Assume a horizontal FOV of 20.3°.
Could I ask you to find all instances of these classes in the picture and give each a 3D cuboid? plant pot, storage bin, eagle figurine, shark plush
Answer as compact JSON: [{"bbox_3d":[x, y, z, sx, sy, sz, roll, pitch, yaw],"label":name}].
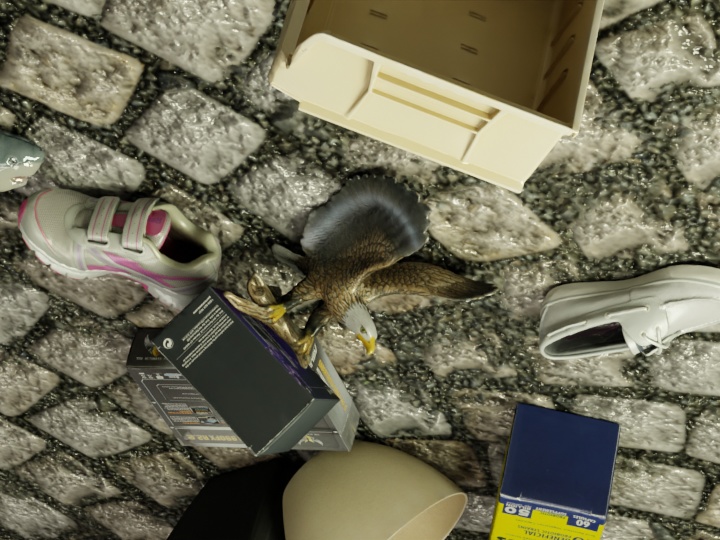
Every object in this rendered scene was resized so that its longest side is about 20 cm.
[{"bbox_3d":[-0.005,0.256,2.108,0.134,0.200,0.201,46,152,18],"label":"plant pot"},{"bbox_3d":[-0.102,0.327,2.234,0.199,0.178,0.200,-20,133,42],"label":"plant pot"},{"bbox_3d":[0.059,-0.186,1.379,0.197,0.201,0.094,20,149,-9],"label":"storage bin"},{"bbox_3d":[0.003,0.006,1.788,0.199,0.151,0.152,-34,174,14],"label":"eagle figurine"},{"bbox_3d":[-0.379,-0.136,1.788,0.200,0.091,0.083,41,123,-3],"label":"shark plush"}]

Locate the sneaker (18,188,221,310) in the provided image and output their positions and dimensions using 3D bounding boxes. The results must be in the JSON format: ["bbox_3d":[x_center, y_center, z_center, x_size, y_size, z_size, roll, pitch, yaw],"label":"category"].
[{"bbox_3d":[-0.211,-0.035,1.832,0.199,0.082,0.088,17,147,-18],"label":"sneaker"}]

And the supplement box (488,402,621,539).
[{"bbox_3d":[0.192,0.238,2.047,0.108,0.110,0.200,11,148,5],"label":"supplement box"}]

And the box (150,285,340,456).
[{"bbox_3d":[-0.101,0.094,1.845,0.141,0.079,0.200,49,-178,6],"label":"box"}]

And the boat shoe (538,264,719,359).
[{"bbox_3d":[0.246,0.043,1.770,0.199,0.069,0.072,-4,143,26],"label":"boat shoe"}]

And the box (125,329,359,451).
[{"bbox_3d":[-0.118,0.122,2.051,0.199,0.049,0.159,0,145,23],"label":"box"}]
